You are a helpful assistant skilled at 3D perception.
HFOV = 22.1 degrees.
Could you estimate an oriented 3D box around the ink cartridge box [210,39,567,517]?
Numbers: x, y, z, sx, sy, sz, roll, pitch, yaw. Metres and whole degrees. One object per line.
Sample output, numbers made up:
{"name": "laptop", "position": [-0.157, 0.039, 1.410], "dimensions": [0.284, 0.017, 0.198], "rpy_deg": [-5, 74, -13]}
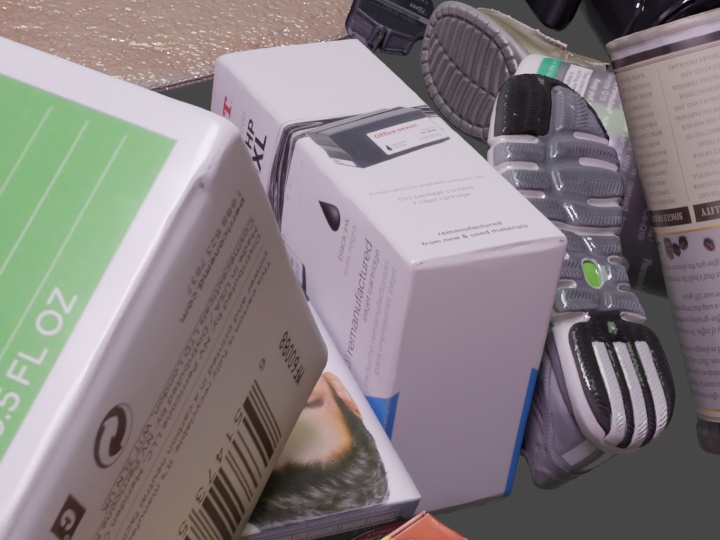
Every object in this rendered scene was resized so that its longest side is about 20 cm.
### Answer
{"name": "ink cartridge box", "position": [0.000, 0.000, 0.870], "dimensions": [0.083, 0.146, 0.200], "rpy_deg": [-9, 35, -27]}

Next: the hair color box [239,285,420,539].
{"name": "hair color box", "position": [-0.065, 0.049, 0.810], "dimensions": [0.098, 0.061, 0.201], "rpy_deg": [-8, 50, -30]}

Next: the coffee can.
{"name": "coffee can", "position": [0.209, -0.028, 0.876], "dimensions": [0.145, 0.202, 0.146], "rpy_deg": [-15, 3, 1]}

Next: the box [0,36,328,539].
{"name": "box", "position": [-0.137, 0.047, 0.641], "dimensions": [0.170, 0.200, 0.200], "rpy_deg": [20, 69, 18]}

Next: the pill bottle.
{"name": "pill bottle", "position": [0.172, -0.042, 1.016], "dimensions": [0.198, 0.114, 0.113], "rpy_deg": [15, 32, 10]}

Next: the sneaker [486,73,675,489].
{"name": "sneaker", "position": [0.077, 0.012, 0.888], "dimensions": [0.074, 0.116, 0.202], "rpy_deg": [8, 57, -28]}

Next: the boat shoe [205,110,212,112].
{"name": "boat shoe", "position": [-0.075, -0.053, 1.019], "dimensions": [0.200, 0.075, 0.075], "rpy_deg": [15, 17, -3]}

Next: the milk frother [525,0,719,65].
{"name": "milk frother", "position": [0.199, -0.237, 1.201], "dimensions": [0.180, 0.200, 0.189], "rpy_deg": [19, 34, -41]}

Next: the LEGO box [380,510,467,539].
{"name": "LEGO box", "position": [0.012, 0.188, 0.636], "dimensions": [0.148, 0.078, 0.199], "rpy_deg": [30, 37, 30]}

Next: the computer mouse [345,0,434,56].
{"name": "computer mouse", "position": [0.008, -0.141, 1.216], "dimensions": [0.058, 0.034, 0.201], "rpy_deg": [27, 37, -4]}

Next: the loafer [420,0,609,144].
{"name": "loafer", "position": [0.116, -0.106, 1.156], "dimensions": [0.069, 0.076, 0.200], "rpy_deg": [-7, 38, -45]}
